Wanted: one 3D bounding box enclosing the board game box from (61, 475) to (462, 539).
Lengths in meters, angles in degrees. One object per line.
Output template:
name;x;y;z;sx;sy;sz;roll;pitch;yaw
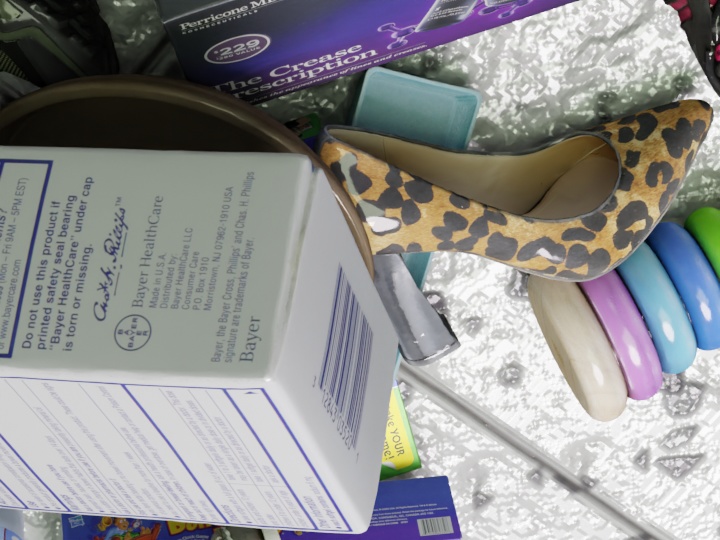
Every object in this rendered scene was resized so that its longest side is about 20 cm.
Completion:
board game box;-0.052;0.176;1.298;0.199;0.045;0.135;-5;134;-7

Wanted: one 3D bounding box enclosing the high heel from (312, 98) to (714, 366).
high heel;0.073;-0.056;1.189;0.200;0.071;0.143;-36;129;-6

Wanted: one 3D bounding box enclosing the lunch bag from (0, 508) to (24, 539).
lunch bag;-0.269;0.130;1.190;0.199;0.170;0.124;11;116;-17

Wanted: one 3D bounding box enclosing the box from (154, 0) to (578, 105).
box;0.006;-0.149;1.106;0.199;0.141;0.079;-18;73;0

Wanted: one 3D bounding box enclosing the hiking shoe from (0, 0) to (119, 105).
hiking shoe;-0.206;-0.124;1.136;0.200;0.076;0.101;34;115;-13

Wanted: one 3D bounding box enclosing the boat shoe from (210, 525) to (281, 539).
boat shoe;-0.070;0.192;1.228;0.060;0.072;0.202;-5;138;-14

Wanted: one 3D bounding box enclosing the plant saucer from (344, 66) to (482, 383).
plant saucer;0.000;0.000;1.222;0.070;0.019;0.201;10;103;-34

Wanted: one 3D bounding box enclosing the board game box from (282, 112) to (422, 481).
board game box;-0.058;0.032;1.255;0.134;0.029;0.200;-17;118;0

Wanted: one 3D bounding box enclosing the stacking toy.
stacking toy;0.189;-0.002;1.257;0.200;0.085;0.086;-26;118;-3

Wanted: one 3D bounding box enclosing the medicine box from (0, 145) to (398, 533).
medicine box;-0.102;0.031;1.073;0.199;0.103;0.182;3;156;14

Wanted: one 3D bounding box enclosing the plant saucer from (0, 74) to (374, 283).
plant saucer;-0.090;-0.019;1.151;0.199;0.030;0.200;8;137;7

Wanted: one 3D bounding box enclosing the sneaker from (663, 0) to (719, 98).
sneaker;0.176;-0.136;1.178;0.077;0.084;0.200;-38;116;9
